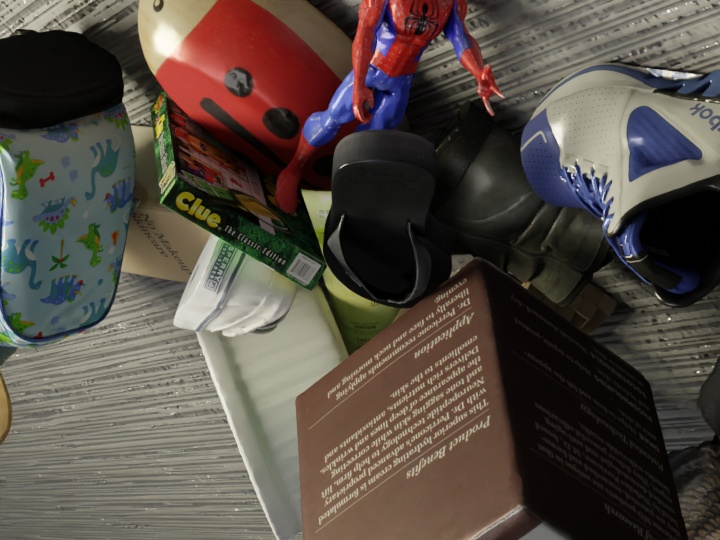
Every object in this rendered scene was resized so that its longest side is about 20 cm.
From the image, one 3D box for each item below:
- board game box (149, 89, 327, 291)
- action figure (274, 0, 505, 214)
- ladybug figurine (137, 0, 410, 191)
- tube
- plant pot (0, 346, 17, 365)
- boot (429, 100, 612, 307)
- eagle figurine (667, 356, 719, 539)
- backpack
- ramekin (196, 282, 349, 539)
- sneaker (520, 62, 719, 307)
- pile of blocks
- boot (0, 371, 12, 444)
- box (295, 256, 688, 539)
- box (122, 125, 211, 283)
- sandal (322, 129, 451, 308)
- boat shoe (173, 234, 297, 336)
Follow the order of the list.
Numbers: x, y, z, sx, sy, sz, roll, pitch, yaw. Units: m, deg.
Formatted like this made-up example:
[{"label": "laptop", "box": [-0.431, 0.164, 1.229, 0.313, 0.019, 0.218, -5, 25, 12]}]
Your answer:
[{"label": "board game box", "box": [-0.079, -0.055, 1.073, 0.105, 0.023, 0.200, 33, -167, -19]}, {"label": "action figure", "box": [0.015, -0.087, 0.951, 0.065, 0.099, 0.200, 8, 134, -21]}, {"label": "ladybug figurine", "box": [-0.058, -0.114, 1.065, 0.200, 0.072, 0.136, 37, 155, -7]}, {"label": "tube", "box": [0.000, 0.000, 1.233, 0.052, 0.058, 0.200, 47, 161, 30]}, {"label": "plant pot", "box": [-0.329, -0.057, 1.377, 0.200, 0.196, 0.196, 50, 152, -21]}, {"label": "boot", "box": [0.079, -0.013, 1.082, 0.130, 0.068, 0.200, 34, 149, -3]}, {"label": "eagle figurine", "box": [0.236, 0.151, 1.096, 0.151, 0.151, 0.200, 28, 150, -13]}, {"label": "backpack", "box": [-0.232, -0.046, 1.188, 0.154, 0.163, 0.200, 36, 118, 23]}, {"label": "ramekin", "box": [-0.052, 0.092, 1.292, 0.200, 0.097, 0.201, 158, 90, -86]}, {"label": "sneaker", "box": [0.146, -0.044, 0.892, 0.199, 0.115, 0.081, -2, 137, 52]}, {"label": "pile of blocks", "box": [0.091, 0.045, 1.190, 0.082, 0.062, 0.200, 44, 154, -21]}, {"label": "boot", "box": [-0.297, 0.091, 1.265, 0.201, 0.071, 0.144, 43, 162, 31]}, {"label": "box", "box": [0.076, 0.138, 1.014, 0.166, 0.200, 0.164, -38, 125, 26]}, {"label": "box", "box": [-0.126, -0.047, 1.267, 0.200, 0.078, 0.095, 8, 144, 44]}, {"label": "sandal", "box": [0.011, -0.017, 0.994, 0.076, 0.043, 0.200, -1, 157, 7]}, {"label": "boat shoe", "box": [-0.077, 0.015, 1.105, 0.065, 0.074, 0.200, 25, 178, -6]}]
